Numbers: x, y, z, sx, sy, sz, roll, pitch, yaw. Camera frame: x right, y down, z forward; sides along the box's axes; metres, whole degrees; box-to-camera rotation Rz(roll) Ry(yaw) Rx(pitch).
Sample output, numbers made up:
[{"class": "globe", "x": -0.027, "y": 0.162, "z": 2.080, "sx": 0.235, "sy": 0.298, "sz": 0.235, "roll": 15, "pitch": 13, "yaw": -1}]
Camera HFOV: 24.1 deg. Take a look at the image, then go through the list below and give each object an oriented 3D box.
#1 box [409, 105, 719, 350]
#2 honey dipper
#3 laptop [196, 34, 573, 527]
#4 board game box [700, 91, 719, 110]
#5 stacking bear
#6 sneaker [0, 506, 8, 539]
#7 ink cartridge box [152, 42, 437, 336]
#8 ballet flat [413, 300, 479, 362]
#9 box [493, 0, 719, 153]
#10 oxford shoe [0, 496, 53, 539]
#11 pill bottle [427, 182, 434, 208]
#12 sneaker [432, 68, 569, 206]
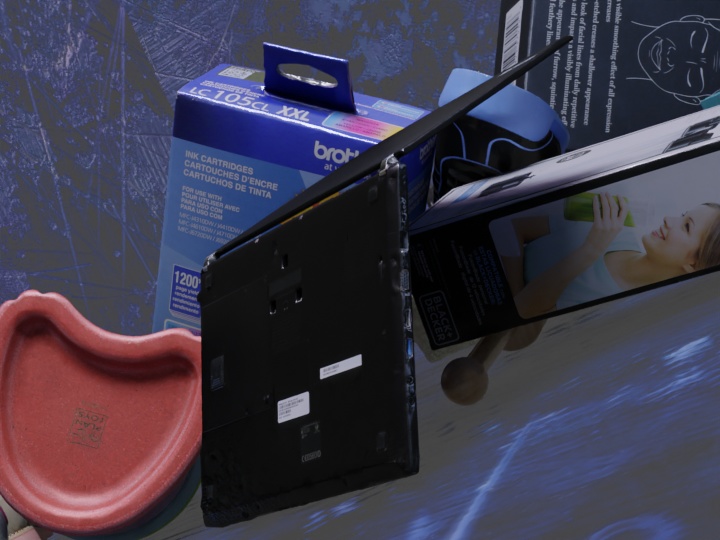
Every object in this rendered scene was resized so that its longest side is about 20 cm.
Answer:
[{"class": "box", "x": 0.129, "y": -0.028, "z": 0.812, "sx": 0.199, "sy": 0.060, "sz": 0.117, "roll": -16, "pitch": 9, "yaw": 23}, {"class": "honey dipper", "x": 0.068, "y": 0.037, "z": 0.864, "sx": 0.038, "sy": 0.038, "sz": 0.200, "roll": -25, "pitch": 5, "yaw": 17}, {"class": "laptop", "x": 0.009, "y": 0.008, "z": 0.760, "sx": 0.103, "sy": 0.201, "sz": 0.177, "roll": 7, "pitch": -18, "yaw": -31}, {"class": "board game box", "x": 0.303, "y": -0.123, "z": 1.000, "sx": 0.150, "sy": 0.047, "sz": 0.200, "roll": -25, "pitch": 0, "yaw": -4}, {"class": "stacking bear", "x": -0.131, "y": 0.092, "z": 0.916, "sx": 0.121, "sy": 0.114, "sz": 0.200, "roll": 15, "pitch": -10, "yaw": 4}, {"class": "sneaker", "x": -0.248, "y": 0.169, "z": 0.799, "sx": 0.200, "sy": 0.082, "sz": 0.088, "roll": -35, "pitch": 6, "yaw": -28}, {"class": "ink cartridge box", "x": -0.037, "y": -0.031, "z": 0.947, "sx": 0.136, "sy": 0.201, "sz": 0.076, "roll": 14, "pitch": 23, "yaw": 13}, {"class": "ballet flat", "x": 0.000, "y": 0.000, "z": 1.052, "sx": 0.062, "sy": 0.200, "sz": 0.068, "roll": -36, "pitch": 33, "yaw": 27}, {"class": "box", "x": 0.199, "y": -0.140, "z": 1.187, "sx": 0.199, "sy": 0.149, "sz": 0.107, "roll": 7, "pitch": -5, "yaw": -8}, {"class": "oxford shoe", "x": -0.255, "y": 0.166, "z": 1.151, "sx": 0.071, "sy": 0.074, "sz": 0.200, "roll": -27, "pitch": 0, "yaw": -18}, {"class": "pill bottle", "x": 0.159, "y": -0.057, "z": 1.313, "sx": 0.199, "sy": 0.112, "sz": 0.112, "roll": -25, "pitch": 0, "yaw": 3}, {"class": "sneaker", "x": 0.073, "y": -0.042, "z": 0.943, "sx": 0.078, "sy": 0.070, "sz": 0.200, "roll": -66, "pitch": -18, "yaw": -12}]
